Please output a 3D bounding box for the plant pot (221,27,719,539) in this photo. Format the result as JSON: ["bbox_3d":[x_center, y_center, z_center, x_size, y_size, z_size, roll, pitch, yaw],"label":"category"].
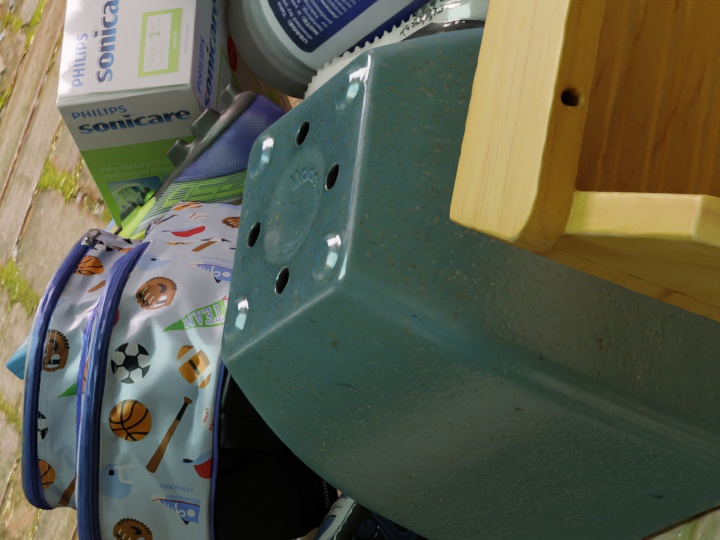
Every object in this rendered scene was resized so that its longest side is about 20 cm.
[{"bbox_3d":[0.053,0.001,1.275,0.196,0.199,0.197,-34,42,53],"label":"plant pot"}]

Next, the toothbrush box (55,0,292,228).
[{"bbox_3d":[-0.106,-0.096,1.701,0.086,0.200,0.146,-8,52,13],"label":"toothbrush box"}]

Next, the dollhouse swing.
[{"bbox_3d":[0.167,-0.051,1.066,0.176,0.199,0.182,-25,50,60],"label":"dollhouse swing"}]

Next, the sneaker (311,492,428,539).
[{"bbox_3d":[-0.009,0.156,1.442,0.201,0.076,0.077,-63,29,14],"label":"sneaker"}]

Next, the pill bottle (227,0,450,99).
[{"bbox_3d":[0.011,-0.173,1.605,0.200,0.115,0.116,-32,44,54],"label":"pill bottle"}]

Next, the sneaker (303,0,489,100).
[{"bbox_3d":[0.020,-0.071,1.561,0.200,0.069,0.100,-34,42,55],"label":"sneaker"}]

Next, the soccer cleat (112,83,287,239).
[{"bbox_3d":[-0.089,-0.021,1.609,0.200,0.084,0.065,-48,2,44],"label":"soccer cleat"}]

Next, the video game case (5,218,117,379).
[{"bbox_3d":[-0.145,-0.023,1.856,0.143,0.018,0.200,-28,25,57],"label":"video game case"}]

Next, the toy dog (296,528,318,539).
[{"bbox_3d":[-0.088,0.096,1.635,0.132,0.096,0.201,-48,32,42],"label":"toy dog"}]

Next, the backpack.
[{"bbox_3d":[-0.092,0.062,1.452,0.191,0.153,0.201,-76,-16,-75],"label":"backpack"}]
